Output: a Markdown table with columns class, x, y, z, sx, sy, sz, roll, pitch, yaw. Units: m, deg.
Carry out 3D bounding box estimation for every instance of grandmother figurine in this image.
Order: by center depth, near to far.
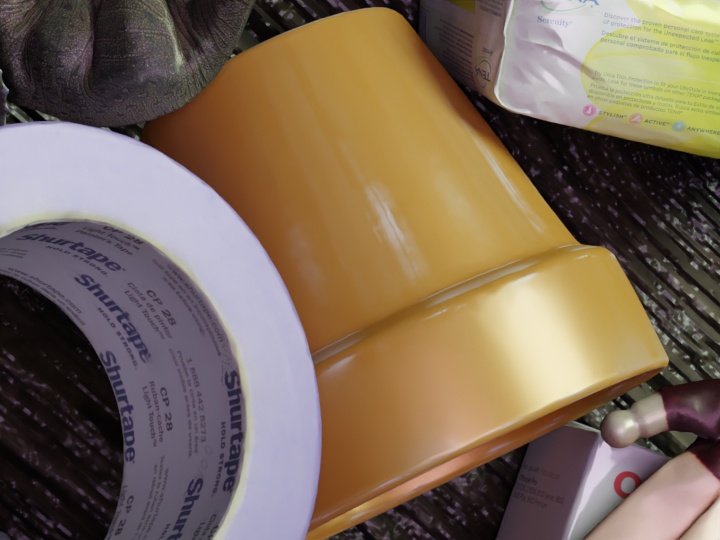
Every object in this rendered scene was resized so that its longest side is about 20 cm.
| class | x | y | z | sx | sy | sz | roll | pitch | yaw |
| --- | --- | --- | --- | --- | --- | --- | --- | --- | --- |
| grandmother figurine | 0.157 | 0.097 | 0.951 | 0.200 | 0.061 | 0.121 | -47 | 109 | -9 |

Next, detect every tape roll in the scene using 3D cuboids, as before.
| class | x | y | z | sx | sy | sz | roll | pitch | yaw |
| --- | --- | --- | --- | --- | --- | --- | --- | --- | --- |
| tape roll | -0.116 | 0.055 | 0.785 | 0.199 | 0.085 | 0.202 | 10 | 73 | -36 |

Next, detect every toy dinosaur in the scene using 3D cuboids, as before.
| class | x | y | z | sx | sy | sz | roll | pitch | yaw |
| --- | --- | --- | --- | --- | --- | --- | --- | --- | --- |
| toy dinosaur | -0.104 | -0.096 | 0.891 | 0.198 | 0.077 | 0.103 | 2 | 82 | 2 |

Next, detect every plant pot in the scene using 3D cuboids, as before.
| class | x | y | z | sx | sy | sz | roll | pitch | yaw |
| --- | --- | --- | --- | --- | --- | --- | --- | --- | --- |
| plant pot | 0.000 | 0.000 | 0.934 | 0.199 | 0.200 | 0.184 | -24 | 82 | -12 |

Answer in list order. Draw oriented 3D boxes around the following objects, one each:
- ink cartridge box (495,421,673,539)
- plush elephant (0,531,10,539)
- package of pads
| class | x | y | z | sx | sy | sz | roll | pitch | yaw |
| --- | --- | --- | --- | --- | --- | --- | --- | --- | --- |
| ink cartridge box | 0.124 | 0.184 | 1.014 | 0.144 | 0.084 | 0.201 | 20 | 86 | -15 |
| plush elephant | -0.214 | 0.104 | 0.846 | 0.164 | 0.155 | 0.201 | -19 | 120 | 30 |
| package of pads | 0.135 | -0.093 | 0.970 | 0.198 | 0.155 | 0.069 | 9 | 101 | -14 |
